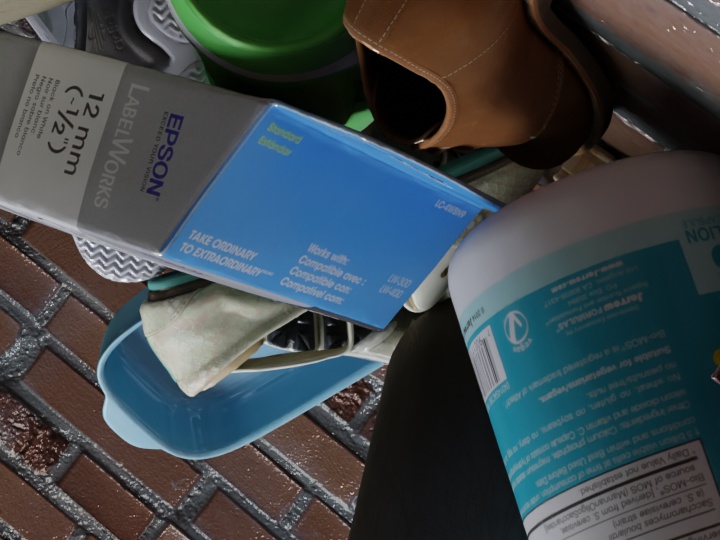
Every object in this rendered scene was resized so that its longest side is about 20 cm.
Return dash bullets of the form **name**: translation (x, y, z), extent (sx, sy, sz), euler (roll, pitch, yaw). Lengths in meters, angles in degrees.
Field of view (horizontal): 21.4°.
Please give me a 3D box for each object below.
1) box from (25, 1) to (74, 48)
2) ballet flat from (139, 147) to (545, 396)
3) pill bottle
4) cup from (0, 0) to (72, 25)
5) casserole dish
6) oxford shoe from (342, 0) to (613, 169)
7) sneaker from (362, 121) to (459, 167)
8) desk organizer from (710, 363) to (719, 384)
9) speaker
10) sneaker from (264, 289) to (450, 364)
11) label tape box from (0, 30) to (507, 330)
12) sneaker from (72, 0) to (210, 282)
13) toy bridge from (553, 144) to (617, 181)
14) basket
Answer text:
- **box**: translation (-0.081, -0.091, 1.049), extent (0.177, 0.097, 0.200), euler (50, -178, 24)
- **ballet flat**: translation (0.000, 0.000, 0.850), extent (0.067, 0.199, 0.063), euler (-99, -13, -84)
- **pill bottle**: translation (0.107, 0.071, 0.626), extent (0.111, 0.110, 0.201), euler (47, -155, -72)
- **cup**: translation (-0.180, -0.153, 0.643), extent (0.201, 0.143, 0.200), euler (57, 178, 3)
- **casserole dish**: translation (-0.049, 0.024, 0.997), extent (0.121, 0.199, 0.039), euler (50, -168, -44)
- **oxford shoe**: translation (0.033, -0.067, 0.631), extent (0.071, 0.072, 0.200), euler (35, 178, 22)
- **sneaker**: translation (0.059, -0.032, 1.023), extent (0.089, 0.067, 0.200), euler (15, 157, 28)
- **desk organizer**: translation (0.207, 0.067, 0.564), extent (0.200, 0.072, 0.077), euler (39, 175, -22)
- **speaker**: translation (-0.024, -0.098, 0.714), extent (0.088, 0.089, 0.200), euler (38, 177, 4)
- **sneaker**: translation (-0.006, 0.015, 0.924), extent (0.199, 0.078, 0.086), euler (20, 168, -11)
- **label tape box**: translation (-0.047, -0.026, 0.694), extent (0.199, 0.067, 0.143), euler (20, 179, 35)
- **sneaker**: translation (-0.099, -0.101, 0.858), extent (0.075, 0.202, 0.114), euler (1, -170, -5)
- **toy bridge**: translation (0.149, 0.005, 0.728), extent (0.200, 0.027, 0.067), euler (37, 176, 27)
- **basket**: translation (0.069, 0.106, 0.790), extent (0.201, 0.179, 0.137), euler (-90, -5, -57)
